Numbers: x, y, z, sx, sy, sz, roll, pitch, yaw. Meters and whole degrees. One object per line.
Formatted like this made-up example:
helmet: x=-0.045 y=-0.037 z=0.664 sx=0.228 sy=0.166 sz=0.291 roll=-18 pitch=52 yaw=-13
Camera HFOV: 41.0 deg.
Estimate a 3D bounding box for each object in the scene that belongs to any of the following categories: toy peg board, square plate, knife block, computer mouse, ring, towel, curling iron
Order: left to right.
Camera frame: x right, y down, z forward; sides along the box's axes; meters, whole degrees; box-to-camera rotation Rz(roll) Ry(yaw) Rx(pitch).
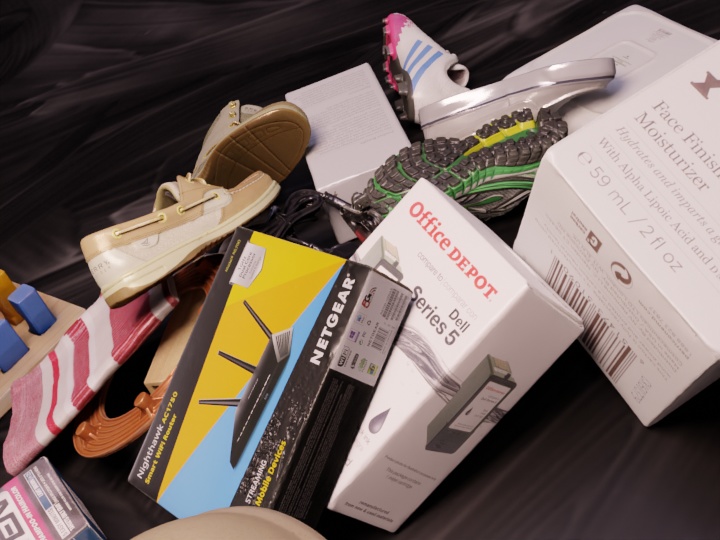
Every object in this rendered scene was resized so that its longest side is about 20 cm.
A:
toy peg board: x=-0.410 y=0.064 z=0.946 sx=0.198 sy=0.098 sz=0.200 roll=14 pitch=52 yaw=37
towel: x=-0.237 y=0.070 z=0.839 sx=0.200 sy=0.023 sz=0.144 roll=-47 pitch=27 yaw=3
ring: x=-0.174 y=0.063 z=0.794 sx=0.200 sy=0.019 sz=0.201 roll=-37 pitch=29 yaw=24
knife block: x=-0.129 y=0.028 z=0.879 sx=0.200 sy=0.064 sz=0.175 roll=-36 pitch=40 yaw=-16
computer mouse: x=0.000 y=0.000 z=0.841 sx=0.199 sy=0.046 sz=0.141 roll=25 pitch=35 yaw=10
curling iron: x=0.043 y=0.006 z=0.778 sx=0.025 sy=0.050 sz=0.200 roll=-36 pitch=62 yaw=-7
square plate: x=0.266 y=-0.205 z=0.985 sx=0.197 sy=0.029 sz=0.200 roll=-31 pitch=40 yaw=-9

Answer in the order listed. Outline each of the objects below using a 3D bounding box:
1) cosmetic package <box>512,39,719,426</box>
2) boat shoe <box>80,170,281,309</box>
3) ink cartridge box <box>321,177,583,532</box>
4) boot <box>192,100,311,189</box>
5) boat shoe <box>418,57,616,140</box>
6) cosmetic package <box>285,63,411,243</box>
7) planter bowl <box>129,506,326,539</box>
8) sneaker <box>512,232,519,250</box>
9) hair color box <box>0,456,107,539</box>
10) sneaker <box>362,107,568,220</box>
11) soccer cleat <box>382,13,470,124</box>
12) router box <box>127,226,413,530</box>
cosmetic package: x=0.236 y=-0.031 z=0.650 sx=0.199 sy=0.165 sz=0.165 roll=-33 pitch=70 yaw=-12
boat shoe: x=-0.144 y=-0.044 z=0.798 sx=0.074 sy=0.067 sz=0.200 roll=-27 pitch=9 yaw=44
ink cartridge box: x=0.034 y=0.057 z=0.684 sx=0.200 sy=0.084 sz=0.146 roll=-49 pitch=44 yaw=9
boot: x=-0.117 y=-0.135 z=1.009 sx=0.200 sy=0.072 sz=0.155 roll=-39 pitch=24 yaw=33
boat shoe: x=0.154 y=-0.154 z=0.942 sx=0.199 sy=0.066 sz=0.072 roll=-14 pitch=3 yaw=18
cosmetic package: x=-0.006 y=-0.125 z=0.989 sx=0.101 sy=0.072 sz=0.201 roll=-20 pitch=39 yaw=1
planter bowl: x=-0.099 y=0.228 z=0.508 sx=0.199 sy=0.135 sz=0.202 roll=-6 pitch=75 yaw=25
sneaker: x=0.164 y=-0.031 z=0.795 sx=0.072 sy=0.073 sz=0.201 roll=-13 pitch=38 yaw=35
hair color box: x=-0.288 y=0.242 z=0.713 sx=0.200 sy=0.061 sz=0.100 roll=-39 pitch=41 yaw=-18
sneaker: x=0.096 y=-0.072 z=0.863 sx=0.199 sy=0.086 sz=0.078 roll=-18 pitch=41 yaw=-9
soccer cleat: x=0.073 y=-0.226 z=1.081 sx=0.086 sy=0.070 sz=0.201 roll=-5 pitch=42 yaw=-4
router box: x=-0.066 y=0.082 z=0.659 sx=0.149 sy=0.051 sz=0.201 roll=16 pitch=81 yaw=45
